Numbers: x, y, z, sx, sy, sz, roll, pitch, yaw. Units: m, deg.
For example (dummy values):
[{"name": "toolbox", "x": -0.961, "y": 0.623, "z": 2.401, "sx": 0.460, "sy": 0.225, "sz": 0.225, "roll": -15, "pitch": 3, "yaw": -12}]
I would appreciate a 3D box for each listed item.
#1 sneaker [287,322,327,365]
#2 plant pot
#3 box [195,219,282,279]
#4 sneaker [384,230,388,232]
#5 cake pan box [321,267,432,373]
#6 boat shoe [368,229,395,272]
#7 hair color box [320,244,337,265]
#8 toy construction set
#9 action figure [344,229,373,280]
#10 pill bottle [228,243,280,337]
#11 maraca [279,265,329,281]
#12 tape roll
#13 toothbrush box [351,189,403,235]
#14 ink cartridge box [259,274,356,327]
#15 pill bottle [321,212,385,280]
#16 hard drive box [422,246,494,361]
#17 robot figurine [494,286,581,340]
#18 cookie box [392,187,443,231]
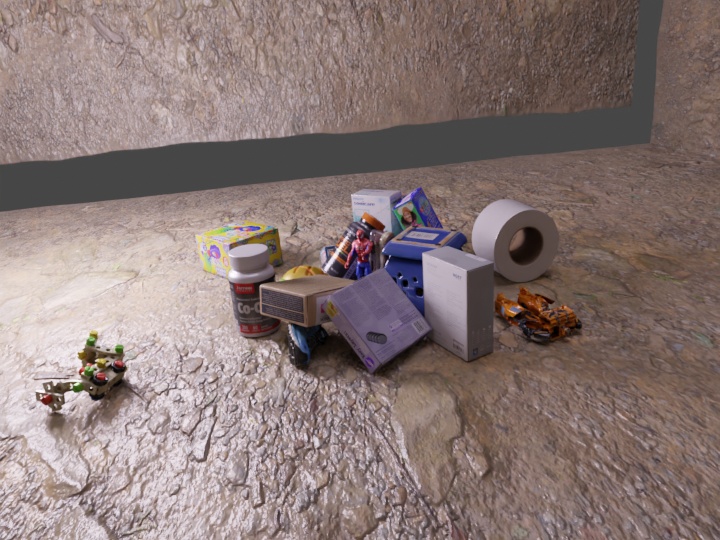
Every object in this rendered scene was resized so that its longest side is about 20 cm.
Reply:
[{"name": "sneaker", "x": -0.117, "y": 0.144, "z": 1.308, "sx": 0.088, "sy": 0.080, "sz": 0.200, "roll": -2, "pitch": 20, "yaw": -3}, {"name": "plant pot", "x": 0.165, "y": -0.005, "z": 1.492, "sx": 0.197, "sy": 0.183, "sz": 0.200, "roll": 9, "pitch": 25, "yaw": 28}, {"name": "box", "x": -0.388, "y": -0.067, "z": 1.874, "sx": 0.198, "sy": 0.124, "sz": 0.191, "roll": 14, "pitch": 28, "yaw": 42}, {"name": "sneaker", "x": 0.017, "y": -0.051, "z": 1.691, "sx": 0.198, "sy": 0.091, "sz": 0.067, "roll": -22, "pitch": 7, "yaw": 23}, {"name": "cake pan box", "x": 0.041, "y": 0.101, "z": 1.275, "sx": 0.199, "sy": 0.052, "sz": 0.185, "roll": -27, "pitch": 73, "yaw": -44}, {"name": "boat shoe", "x": 0.053, "y": -0.029, "z": 1.555, "sx": 0.064, "sy": 0.202, "sz": 0.072, "roll": 28, "pitch": 53, "yaw": 25}, {"name": "hair color box", "x": -0.018, "y": -0.051, "z": 1.789, "sx": 0.197, "sy": 0.062, "sz": 0.100, "roll": -10, "pitch": -6, "yaw": -14}, {"name": "toy construction set", "x": -0.563, "y": 0.208, "z": 1.206, "sx": 0.129, "sy": 0.093, "sz": 0.201, "roll": 23, "pitch": 33, "yaw": 4}, {"name": "action figure", "x": 0.000, "y": 0.000, "z": 1.488, "sx": 0.064, "sy": 0.203, "sz": 0.099, "roll": 4, "pitch": 23, "yaw": 22}, {"name": "pill bottle", "x": -0.259, "y": 0.047, "z": 1.416, "sx": 0.112, "sy": 0.203, "sz": 0.114, "roll": -4, "pitch": 20, "yaw": 2}, {"name": "maraca", "x": -0.117, "y": 0.047, "z": 1.538, "sx": 0.197, "sy": 0.109, "sz": 0.137, "roll": 13, "pitch": 0, "yaw": -27}, {"name": "tape roll", "x": 0.427, "y": -0.085, "z": 1.625, "sx": 0.199, "sy": 0.206, "sz": 0.139, "roll": -9, "pitch": 20, "yaw": -14}, {"name": "toothbrush box", "x": 0.058, "y": -0.154, "z": 1.895, "sx": 0.144, "sy": 0.203, "sz": 0.085, "roll": 9, "pitch": 23, "yaw": 30}, {"name": "ink cartridge box", "x": -0.106, "y": 0.065, "z": 1.344, "sx": 0.163, "sy": 0.077, "sz": 0.198, "roll": 11, "pitch": 13, "yaw": 41}, {"name": "pill bottle", "x": -0.013, "y": -0.059, "z": 1.602, "sx": 0.105, "sy": 0.201, "sz": 0.106, "roll": 34, "pitch": 4, "yaw": -2}, {"name": "hard drive box", "x": 0.209, "y": 0.067, "z": 1.260, "sx": 0.076, "sy": 0.203, "sz": 0.155, "roll": -15, "pitch": 23, "yaw": -27}, {"name": "robot figurine", "x": 0.404, "y": 0.099, "z": 1.337, "sx": 0.143, "sy": 0.059, "sz": 0.200, "roll": -15, "pitch": 22, "yaw": -23}, {"name": "cookie box", "x": 0.191, "y": -0.137, "z": 1.809, "sx": 0.074, "sy": 0.202, "sz": 0.171, "roll": -26, "pitch": 10, "yaw": 24}]
